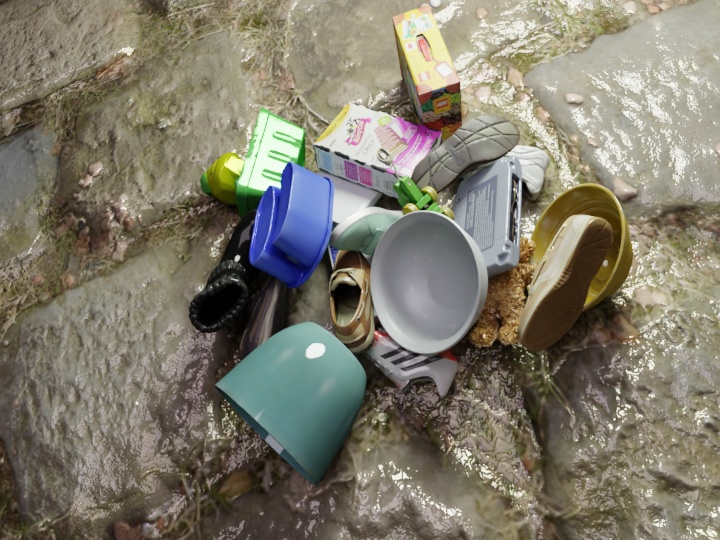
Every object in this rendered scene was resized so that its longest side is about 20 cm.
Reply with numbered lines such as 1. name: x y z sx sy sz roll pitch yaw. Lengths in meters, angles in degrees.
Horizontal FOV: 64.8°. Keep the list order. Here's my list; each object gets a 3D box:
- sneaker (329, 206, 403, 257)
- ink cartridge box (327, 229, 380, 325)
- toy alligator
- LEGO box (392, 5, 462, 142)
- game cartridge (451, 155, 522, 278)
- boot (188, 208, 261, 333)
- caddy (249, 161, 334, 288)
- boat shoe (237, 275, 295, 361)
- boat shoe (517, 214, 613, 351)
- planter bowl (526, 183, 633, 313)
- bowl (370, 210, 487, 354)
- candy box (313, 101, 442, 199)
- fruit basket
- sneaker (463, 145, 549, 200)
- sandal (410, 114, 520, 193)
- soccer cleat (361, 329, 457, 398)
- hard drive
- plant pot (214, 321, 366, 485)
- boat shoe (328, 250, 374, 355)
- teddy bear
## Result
1. sneaker: 0.048 -0.036 0.917 0.197 0.074 0.120 -9 58 -39
2. ink cartridge box: 0.000 0.000 0.977 0.092 0.037 0.204 -16 62 5
3. toy alligator: 0.086 -0.107 0.907 0.059 0.054 0.201 -41 91 -26
4. LEGO box: 0.126 -0.358 1.061 0.075 0.150 0.204 -16 61 4
5. game cartridge: 0.194 -0.074 0.903 0.132 0.040 0.204 -23 47 46
6. boot: -0.202 -0.003 0.937 0.078 0.158 0.214 28 92 -9
7. caddy: -0.100 -0.071 0.910 0.141 0.103 0.204 -39 37 42
8. boat shoe: -0.163 0.064 0.963 0.071 0.075 0.204 5 64 15
9. boat shoe: 0.276 0.016 0.796 0.203 0.073 0.069 -61 22 9
10. planter bowl: 0.343 -0.020 0.853 0.082 0.200 0.205 15 61 -21
11. bowl: 0.114 0.017 0.835 0.198 0.089 0.207 2 92 45
12. candy box: 0.032 -0.218 1.026 0.196 0.062 0.137 22 58 20
13. fruit basket: -0.212 -0.185 1.067 0.210 0.157 0.220 2 62 -4
14. sneaker: 0.224 -0.168 0.987 0.195 0.078 0.102 8 69 18
15. sandal: 0.172 -0.187 0.946 0.198 0.055 0.082 -37 78 0
16. soccer cleat: 0.052 0.140 0.879 0.195 0.069 0.087 11 72 17
17. hard drive: -0.020 -0.160 1.043 0.130 0.027 0.201 23 58 22
18. plant pot: -0.085 0.176 0.824 0.199 0.202 0.161 34 67 26
19. boat shoe: -0.014 0.032 0.885 0.074 0.075 0.203 -16 45 9
20. teddy bear: 0.218 0.026 0.879 0.144 0.066 0.204 3 65 55
